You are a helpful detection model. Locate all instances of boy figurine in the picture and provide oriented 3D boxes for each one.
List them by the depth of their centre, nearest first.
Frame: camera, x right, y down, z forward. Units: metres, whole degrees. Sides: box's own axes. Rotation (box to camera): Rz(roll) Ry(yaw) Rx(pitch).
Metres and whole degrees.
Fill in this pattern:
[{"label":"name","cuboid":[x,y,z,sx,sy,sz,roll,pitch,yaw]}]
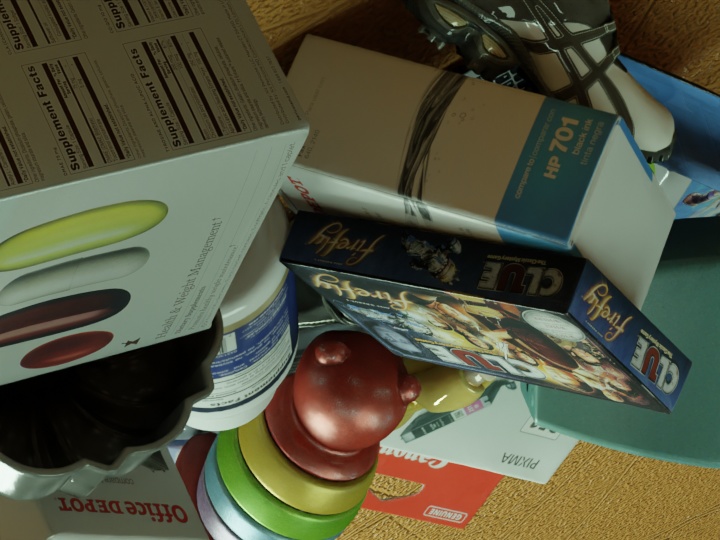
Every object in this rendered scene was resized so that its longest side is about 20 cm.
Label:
[{"label":"boy figurine","cuboid":[0.066,0.045,1.784,0.199,0.125,0.065,-28,115,22]}]

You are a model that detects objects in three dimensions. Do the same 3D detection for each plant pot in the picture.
[{"label":"plant pot","cuboid":[0.201,0.042,1.667,0.198,0.143,0.141,1,-169,-2]}]

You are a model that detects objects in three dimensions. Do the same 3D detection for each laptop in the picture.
[{"label":"laptop","cuboid":[0.136,-0.064,1.676,0.199,0.116,0.187,-29,156,4]}]

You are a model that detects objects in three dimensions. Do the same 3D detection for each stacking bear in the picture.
[{"label":"stacking bear","cuboid":[-0.034,0.113,1.745,0.121,0.114,0.200,29,131,-9]}]

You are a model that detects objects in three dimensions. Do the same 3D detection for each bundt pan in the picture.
[{"label":"bundt pan","cuboid":[-0.179,0.038,1.443,0.201,0.203,0.076,-13,155,-29]}]

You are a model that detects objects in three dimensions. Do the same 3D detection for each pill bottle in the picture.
[{"label":"pill bottle","cuboid":[-0.093,0.021,1.614,0.110,0.112,0.200,-23,156,-10]}]

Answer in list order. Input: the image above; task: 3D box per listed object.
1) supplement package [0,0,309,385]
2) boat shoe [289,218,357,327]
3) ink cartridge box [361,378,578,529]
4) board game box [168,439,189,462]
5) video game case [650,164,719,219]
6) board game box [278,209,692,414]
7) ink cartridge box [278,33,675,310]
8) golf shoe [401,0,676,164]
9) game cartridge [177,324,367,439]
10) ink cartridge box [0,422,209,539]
[{"label":"supplement package","cuboid":[-0.164,-0.054,1.340,0.199,0.148,0.192,-15,154,-28]},{"label":"boat shoe","cuboid":[0.001,0.001,1.655,0.200,0.066,0.072,-19,122,36]},{"label":"ink cartridge box","cuboid":[0.063,0.127,1.982,0.199,0.044,0.174,16,118,-40]},{"label":"board game box","cuboid":[-0.147,0.160,1.933,0.151,0.037,0.200,-37,154,23]},{"label":"video game case","cuboid":[0.256,-0.057,1.907,0.199,0.046,0.182,-15,155,-27]},{"label":"board game box","cuboid":[0.070,0.023,1.507,0.135,0.199,0.035,40,68,-48]},{"label":"ink cartridge box","cuboid":[0.060,-0.047,1.515,0.086,0.199,0.146,-66,155,-13]},{"label":"golf shoe","cuboid":[0.121,-0.132,1.508,0.199,0.078,0.095,30,103,-33]},{"label":"game cartridge","cuboid":[-0.063,0.062,1.826,0.199,0.042,0.133,-8,154,-38]},{"label":"ink cartridge box","cuboid":[-0.190,0.092,1.540,0.083,0.201,0.146,-38,155,25]}]
